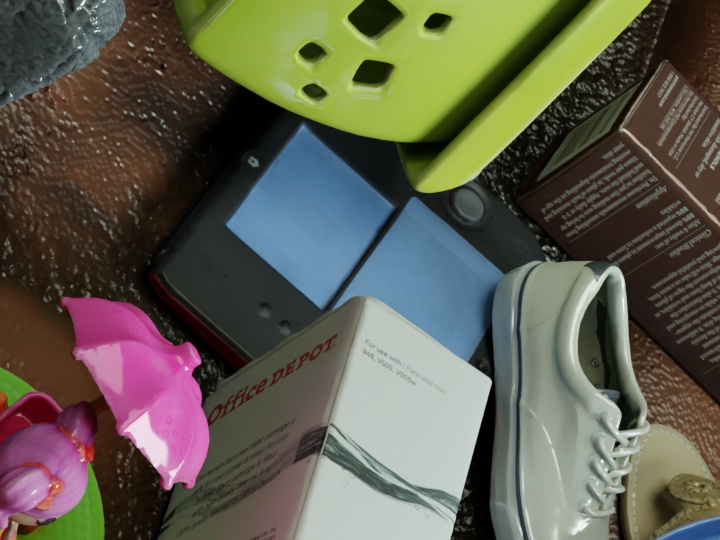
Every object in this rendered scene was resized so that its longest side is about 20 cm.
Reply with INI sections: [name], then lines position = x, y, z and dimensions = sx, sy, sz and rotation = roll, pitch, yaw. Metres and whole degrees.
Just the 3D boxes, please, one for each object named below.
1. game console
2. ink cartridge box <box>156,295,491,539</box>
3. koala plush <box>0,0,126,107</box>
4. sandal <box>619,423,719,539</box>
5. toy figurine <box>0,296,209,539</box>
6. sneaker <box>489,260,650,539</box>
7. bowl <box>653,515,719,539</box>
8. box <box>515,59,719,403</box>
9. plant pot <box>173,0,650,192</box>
[game console]
position = 0.000, 0.000, 1.556
dimensions = 0.177, 0.031, 0.200
rotation = 45, 47, -10
[ink cartridge box]
position = -0.030, 0.130, 1.386
dimensions = 0.083, 0.147, 0.200
rotation = 33, 52, -21
[koala plush]
position = -0.211, -0.164, 1.420
dimensions = 0.177, 0.184, 0.200
rotation = 49, 26, -18
[sandal]
position = 0.187, 0.169, 1.582
dimensions = 0.077, 0.070, 0.212
rotation = 20, 56, -28
[toy figurine]
position = -0.149, 0.086, 1.293
dimensions = 0.150, 0.184, 0.200
rotation = 51, 48, -3
[sneaker]
position = 0.111, 0.091, 1.545
dimensions = 0.073, 0.071, 0.201
rotation = 3, 78, -48
[bowl]
position = 0.211, 0.193, 1.466
dimensions = 0.200, 0.039, 0.201
rotation = -2, 34, 1
[box]
position = 0.195, -0.010, 1.663
dimensions = 0.200, 0.100, 0.075
rotation = 46, 48, -9
[plant pot]
position = 0.030, -0.170, 1.525
dimensions = 0.181, 0.200, 0.199
rotation = 37, 18, -25
